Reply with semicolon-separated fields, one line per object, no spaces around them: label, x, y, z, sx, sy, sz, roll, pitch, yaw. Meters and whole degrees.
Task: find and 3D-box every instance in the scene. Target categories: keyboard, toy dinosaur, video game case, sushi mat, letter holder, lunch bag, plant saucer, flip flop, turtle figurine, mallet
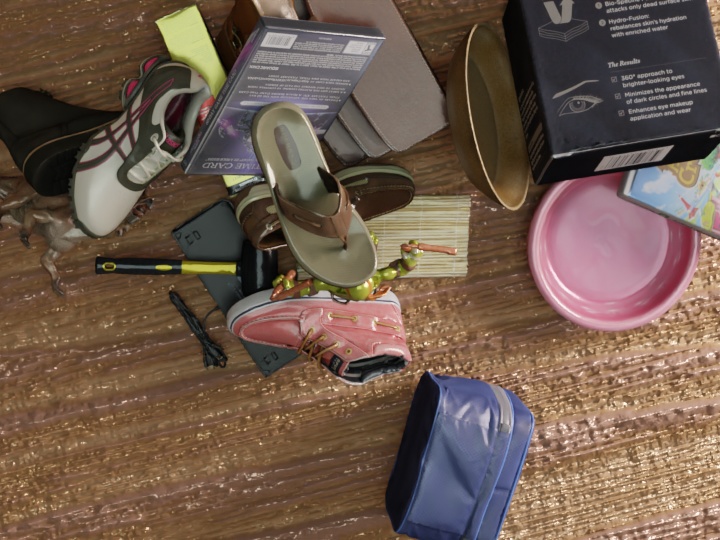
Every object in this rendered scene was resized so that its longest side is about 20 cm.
keyboard;-0.148;0.033;1.516;0.127;0.021;0.200;-33;102;-6
toy dinosaur;-0.326;-0.069;1.441;0.200;0.086;0.136;32;61;12
video game case;-0.079;-0.167;1.342;0.142;0.019;0.200;-2;143;-38
video game case;0.395;-0.141;1.506;0.181;0.022;0.201;22;79;-10
sushi mat;0.025;-0.038;1.524;0.199;0.012;0.096;-1;103;-6
letter holder;-0.009;-0.217;1.439;0.142;0.101;0.201;-30;103;2
lunch bag;0.115;0.226;1.525;0.132;0.136;0.201;15;100;-9
plant saucer;0.132;-0.160;1.433;0.035;0.200;0.201;-9;104;23
flip flop;-0.044;-0.072;1.323;0.081;0.058;0.201;-26;103;-13
plant saucer;0.284;-0.033;1.535;0.199;0.051;0.202;-1;102;-5
turtle figurine;0.000;0.000;1.438;0.199;0.161;0.065;-17;108;-2
mallet;-0.187;-0.013;1.475;0.199;0.041;0.066;8;97;-9

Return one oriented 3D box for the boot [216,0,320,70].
boot;-0.116;-0.272;1.396;0.073;0.155;0.201;-27;94;-27

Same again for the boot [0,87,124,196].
boot;-0.291;-0.163;1.435;0.199;0.138;0.078;-18;139;-38

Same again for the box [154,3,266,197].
box;-0.157;-0.183;1.443;0.050;0.075;0.201;-22;104;-1

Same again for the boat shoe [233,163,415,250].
boat shoe;-0.031;-0.058;1.449;0.201;0.075;0.075;-12;144;-14

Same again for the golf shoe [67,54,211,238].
golf shoe;-0.222;-0.120;1.348;0.077;0.088;0.201;28;88;-45

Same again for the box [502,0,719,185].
box;0.268;-0.211;1.428;0.196;0.117;0.201;-9;79;-4

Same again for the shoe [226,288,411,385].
shoe;-0.043;0.073;1.478;0.199;0.091;0.072;-2;142;-18
